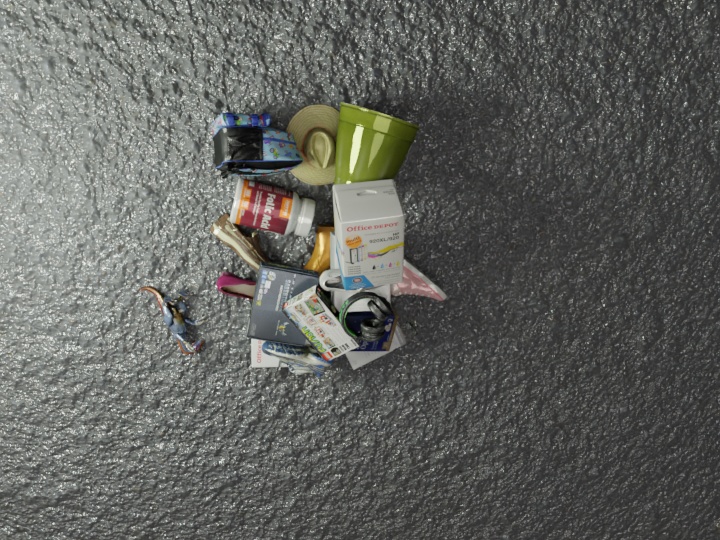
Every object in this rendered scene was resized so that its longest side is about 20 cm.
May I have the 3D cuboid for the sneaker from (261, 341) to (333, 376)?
[{"bbox_3d":[-0.174,0.244,1.486,0.198,0.077,0.086,17,111,-16],"label":"sneaker"}]

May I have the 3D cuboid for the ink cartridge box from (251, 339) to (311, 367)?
[{"bbox_3d":[-0.205,0.188,1.544,0.197,0.084,0.147,1,111,-10],"label":"ink cartridge box"}]

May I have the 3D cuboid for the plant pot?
[{"bbox_3d":[0.020,-0.277,1.327,0.198,0.200,0.195,14,103,-15],"label":"plant pot"}]

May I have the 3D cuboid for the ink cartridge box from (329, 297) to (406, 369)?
[{"bbox_3d":[0.014,0.150,1.568,0.174,0.084,0.202,-24,114,-2],"label":"ink cartridge box"}]

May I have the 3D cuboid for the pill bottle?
[{"bbox_3d":[-0.221,-0.153,1.391,0.197,0.114,0.116,13,109,-14],"label":"pill bottle"}]

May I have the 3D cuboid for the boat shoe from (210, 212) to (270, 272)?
[{"bbox_3d":[-0.290,-0.069,1.436,0.202,0.075,0.075,41,94,-21],"label":"boat shoe"}]

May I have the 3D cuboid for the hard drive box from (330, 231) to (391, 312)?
[{"bbox_3d":[0.000,0.000,1.438,0.154,0.077,0.203,-1,102,-8],"label":"hard drive box"}]

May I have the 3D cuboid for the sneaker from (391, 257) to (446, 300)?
[{"bbox_3d":[0.142,0.044,1.553,0.199,0.075,0.105,37,97,-13],"label":"sneaker"}]

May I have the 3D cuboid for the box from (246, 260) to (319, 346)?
[{"bbox_3d":[-0.203,0.088,1.440,0.156,0.051,0.203,11,105,-15],"label":"box"}]

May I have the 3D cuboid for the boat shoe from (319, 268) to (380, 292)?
[{"bbox_3d":[-0.001,0.023,1.368,0.197,0.069,0.072,-11,101,-6],"label":"boat shoe"}]

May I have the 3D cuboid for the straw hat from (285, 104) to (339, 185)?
[{"bbox_3d":[-0.101,-0.302,1.370,0.198,0.085,0.204,-4,112,-9],"label":"straw hat"}]

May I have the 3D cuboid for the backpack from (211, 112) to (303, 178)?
[{"bbox_3d":[-0.239,-0.293,1.304,0.197,0.182,0.137,-6,96,-21],"label":"backpack"}]

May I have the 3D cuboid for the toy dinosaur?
[{"bbox_3d":[-0.490,0.142,1.503,0.198,0.105,0.183,25,125,21],"label":"toy dinosaur"}]

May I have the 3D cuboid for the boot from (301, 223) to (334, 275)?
[{"bbox_3d":[-0.111,-0.048,1.484,0.198,0.071,0.146,-10,107,-9],"label":"boot"}]

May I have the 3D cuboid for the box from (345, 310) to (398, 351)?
[{"bbox_3d":[-0.004,0.164,1.489,0.197,0.033,0.122,3,121,-17],"label":"box"}]

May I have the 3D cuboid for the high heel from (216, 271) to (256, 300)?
[{"bbox_3d":[-0.285,0.058,1.473,0.198,0.096,0.068,26,105,-18],"label":"high heel"}]

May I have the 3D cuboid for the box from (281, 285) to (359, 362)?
[{"bbox_3d":[-0.099,0.139,1.415,0.109,0.035,0.201,-27,118,19],"label":"box"}]

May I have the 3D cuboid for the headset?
[{"bbox_3d":[0.046,0.127,1.385,0.198,0.094,0.125,12,109,-24],"label":"headset"}]

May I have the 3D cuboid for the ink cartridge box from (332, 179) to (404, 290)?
[{"bbox_3d":[0.018,-0.083,1.271,0.145,0.146,0.202,-8,133,-6],"label":"ink cartridge box"}]
